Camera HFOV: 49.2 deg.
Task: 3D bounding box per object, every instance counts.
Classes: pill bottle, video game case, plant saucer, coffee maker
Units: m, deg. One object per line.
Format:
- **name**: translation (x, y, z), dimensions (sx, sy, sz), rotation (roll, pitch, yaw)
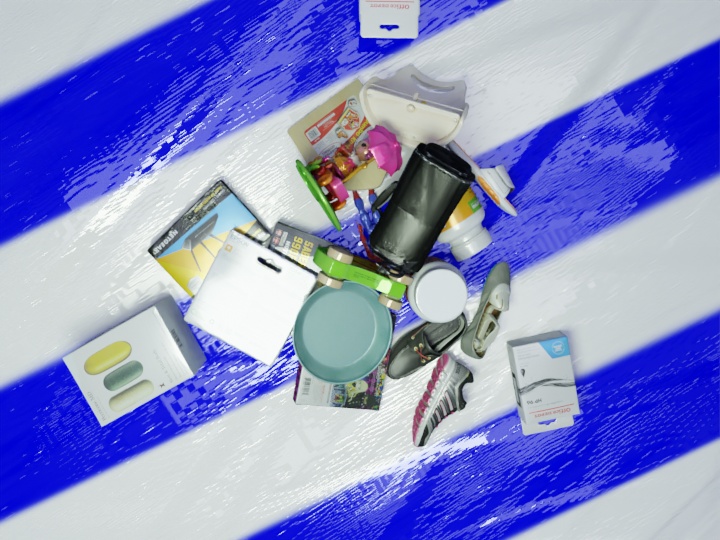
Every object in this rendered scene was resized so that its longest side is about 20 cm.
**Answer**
- **pill bottle**: translation (0.173, -0.124, 1.525), dimensions (0.110, 0.111, 0.201), rotation (-31, 95, 1)
- **video game case**: translation (-0.031, 0.172, 1.555), dimensions (0.179, 0.036, 0.203), rotation (7, 99, -19)
- **plant saucer**: translation (-0.037, 0.116, 1.503), dimensions (0.197, 0.036, 0.203), rotation (-3, 101, -17)
- **pill bottle**: translation (0.141, 0.036, 1.493), dimensions (0.112, 0.200, 0.116), rotation (0, 95, -2)
- **coffee maker**: translation (0.111, -0.105, 1.386), dimensions (0.133, 0.193, 0.201), rotation (20, 117, -17)

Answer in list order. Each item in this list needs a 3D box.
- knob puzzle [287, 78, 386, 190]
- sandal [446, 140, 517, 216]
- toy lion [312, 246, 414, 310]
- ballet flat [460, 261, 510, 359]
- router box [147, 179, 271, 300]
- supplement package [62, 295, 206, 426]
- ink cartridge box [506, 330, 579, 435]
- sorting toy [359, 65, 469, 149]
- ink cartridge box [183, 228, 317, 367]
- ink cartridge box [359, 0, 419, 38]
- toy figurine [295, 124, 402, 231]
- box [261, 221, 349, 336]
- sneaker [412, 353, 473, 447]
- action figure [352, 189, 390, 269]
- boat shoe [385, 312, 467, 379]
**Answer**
- **knob puzzle**: translation (-0.018, -0.243, 1.537), dimensions (0.216, 0.030, 0.223), rotation (-1, 85, 9)
- **sandal**: translation (0.250, -0.195, 1.537), dimensions (0.059, 0.079, 0.207), rotation (-42, 93, 5)
- **toy lion**: translation (0.000, 0.000, 1.453), dimensions (0.198, 0.192, 0.069), rotation (20, 98, -22)
- **ballet flat**: translation (0.264, 0.084, 1.566), dimensions (0.067, 0.064, 0.202), rotation (19, 98, -38)
- **router box**: translation (-0.295, -0.056, 1.546), dimensions (0.200, 0.051, 0.149), rotation (-44, 96, 2)
- **supplement package**: translation (-0.428, 0.170, 1.513), dimensions (0.198, 0.151, 0.153), rotation (-29, 96, 1)
- **ink cartridge box**: translation (0.371, 0.235, 1.584), dimensions (0.114, 0.068, 0.203), rotation (-12, 96, 0)
- **sorting toy**: translation (0.118, -0.322, 1.486), dimensions (0.198, 0.108, 0.181), rotation (19, 52, 12)
- **ink cartridge box**: translation (-0.209, 0.052, 1.515), dimensions (0.198, 0.041, 0.202), rotation (29, 95, -4)
- **ink cartridge box**: translation (0.054, -0.541, 1.498), dimensions (0.114, 0.068, 0.203), rotation (1, 95, -1)
- **toy figurine**: translation (-0.011, -0.192, 1.445), dimensions (0.183, 0.200, 0.151), rotation (-33, 116, -3)
- **box**: translation (-0.127, 0.025, 1.561), dimensions (0.157, 0.048, 0.202), rotation (21, 94, -3)
- **sneaker**: translation (0.168, 0.272, 1.579), dimensions (0.086, 0.074, 0.202), rotation (21, 98, -9)
- **action figure**: translation (0.025, -0.089, 1.558), dimensions (0.065, 0.052, 0.203), rotation (-18, 97, -5)
- **boat shoe**: translation (0.129, 0.148, 1.574), dimensions (0.201, 0.063, 0.074), rotation (-39, 98, 4)
